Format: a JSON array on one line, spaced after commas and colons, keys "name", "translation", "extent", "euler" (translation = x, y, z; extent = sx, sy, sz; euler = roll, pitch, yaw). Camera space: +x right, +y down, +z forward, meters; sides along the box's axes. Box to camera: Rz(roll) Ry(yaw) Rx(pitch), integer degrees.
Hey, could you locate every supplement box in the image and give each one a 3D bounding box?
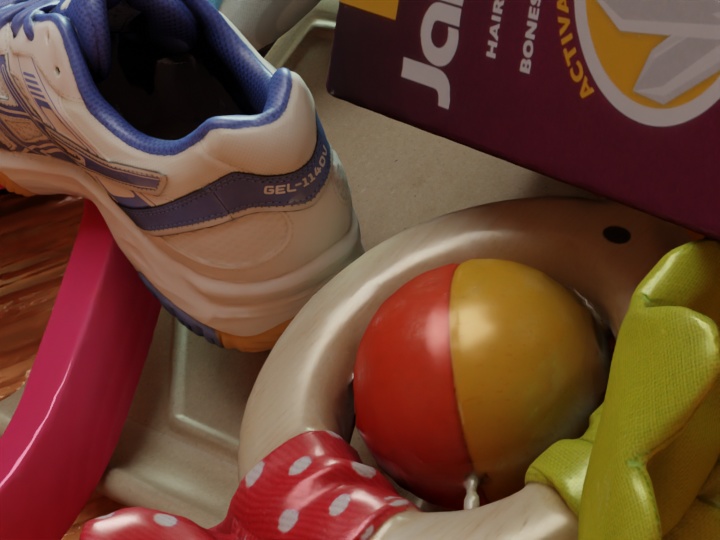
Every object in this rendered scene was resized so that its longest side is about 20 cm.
[{"name": "supplement box", "translation": [0.085, -0.074, 0.694], "extent": [0.085, 0.111, 0.200], "euler": [1, 13, -34]}]

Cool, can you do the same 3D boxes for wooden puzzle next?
[{"name": "wooden puzzle", "translation": [0.000, 0.000, 0.838], "extent": [0.185, 0.037, 0.200], "euler": [19, 64, 49]}]

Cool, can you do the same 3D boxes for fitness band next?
[{"name": "fitness band", "translation": [-0.128, 0.031, 0.856], "extent": [0.143, 0.037, 0.201], "euler": [-12, 44, 28]}]

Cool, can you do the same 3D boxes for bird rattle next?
[{"name": "bird rattle", "translation": [0.026, 0.053, 0.707], "extent": [0.199, 0.113, 0.164], "euler": [-20, 39, 25]}]

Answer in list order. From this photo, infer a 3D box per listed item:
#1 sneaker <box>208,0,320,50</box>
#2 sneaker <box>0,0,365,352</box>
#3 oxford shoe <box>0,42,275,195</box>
[{"name": "sneaker", "translation": [0.038, -0.121, 0.860], "extent": [0.200, 0.087, 0.075], "euler": [-40, 2, 20]}, {"name": "sneaker", "translation": [-0.072, -0.061, 0.818], "extent": [0.200, 0.088, 0.075], "euler": [32, 56, 34]}, {"name": "oxford shoe", "translation": [-0.096, -0.091, 1.033], "extent": [0.199, 0.085, 0.073], "euler": [-27, 33, -6]}]
